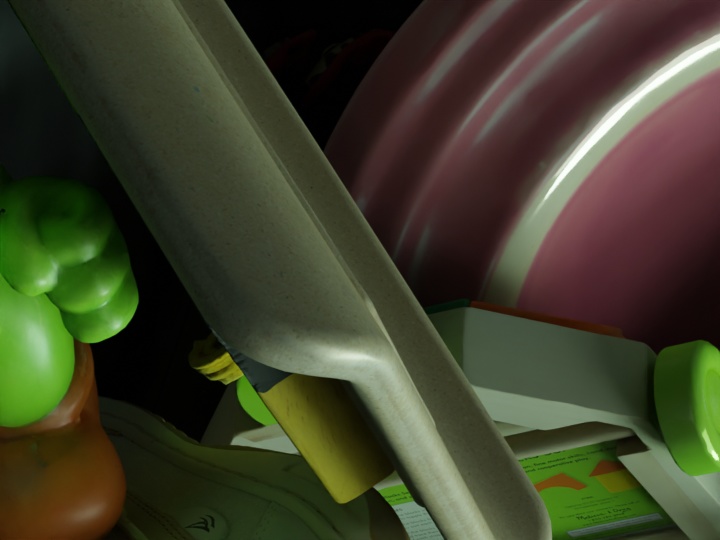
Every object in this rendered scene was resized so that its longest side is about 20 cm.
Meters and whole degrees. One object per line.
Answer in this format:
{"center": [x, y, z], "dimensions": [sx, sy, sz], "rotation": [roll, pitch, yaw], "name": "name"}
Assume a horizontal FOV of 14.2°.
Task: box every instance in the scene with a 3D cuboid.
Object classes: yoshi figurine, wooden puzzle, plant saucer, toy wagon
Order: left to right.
{"center": [-0.099, -0.001, 0.548], "dimensions": [0.112, 0.112, 0.200], "rotation": [-42, 152, -24], "name": "yoshi figurine"}
{"center": [-0.035, -0.027, 0.567], "dimensions": [0.037, 0.185, 0.200], "rotation": [-34, 158, 3], "name": "wooden puzzle"}
{"center": [0.025, 0.051, 0.732], "dimensions": [0.200, 0.155, 0.040], "rotation": [47, 38, -46], "name": "toy wagon"}
{"center": [0.077, -0.020, 0.772], "dimensions": [0.200, 0.051, 0.201], "rotation": [-25, 139, -23], "name": "plant saucer"}

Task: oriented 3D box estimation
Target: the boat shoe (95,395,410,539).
{"center": [-0.066, 0.074, 0.676], "dimensions": [0.069, 0.200, 0.074], "rotation": [-21, 100, -33], "name": "boat shoe"}

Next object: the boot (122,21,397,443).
{"center": [0.000, 0.000, 0.841], "dimensions": [0.200, 0.073, 0.151], "rotation": [-26, 144, -44], "name": "boot"}
